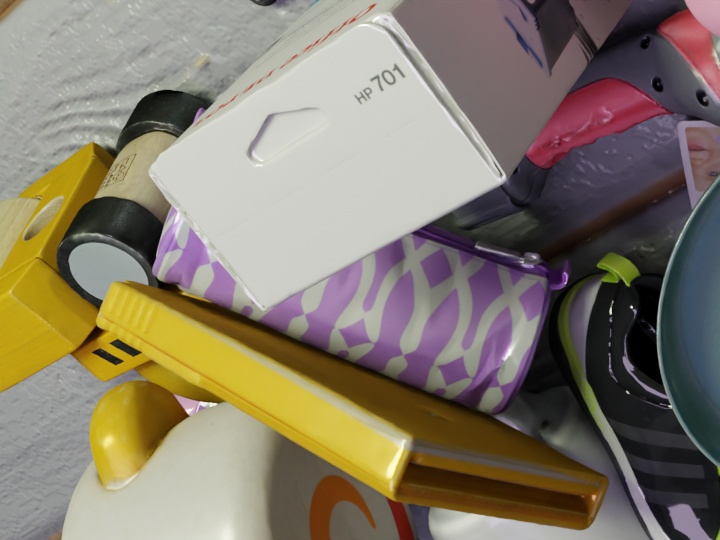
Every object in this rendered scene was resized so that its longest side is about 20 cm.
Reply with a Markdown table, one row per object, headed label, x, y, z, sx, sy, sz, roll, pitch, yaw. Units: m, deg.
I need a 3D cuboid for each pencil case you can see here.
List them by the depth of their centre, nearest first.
| label | x | y | z | sx | sy | sz | roll | pitch | yaw |
| --- | --- | --- | --- | --- | --- | --- | --- | --- | --- |
| pencil case | 0.000 | 0.000 | 0.846 | 0.199 | 0.084 | 0.086 | 20 | 119 | -7 |

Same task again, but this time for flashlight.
| label | x | y | z | sx | sy | sz | roll | pitch | yaw |
| --- | --- | --- | --- | --- | --- | --- | --- | --- | --- |
| flashlight | 0.120 | -0.072 | 0.813 | 0.200 | 0.068 | 0.068 | -24 | 108 | 36 |

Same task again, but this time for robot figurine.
| label | x | y | z | sx | sy | sz | roll | pitch | yaw |
| --- | --- | --- | --- | --- | --- | --- | --- | --- | --- |
| robot figurine | 0.116 | 0.142 | 0.937 | 0.170 | 0.113 | 0.200 | -41 | 99 | 8 |

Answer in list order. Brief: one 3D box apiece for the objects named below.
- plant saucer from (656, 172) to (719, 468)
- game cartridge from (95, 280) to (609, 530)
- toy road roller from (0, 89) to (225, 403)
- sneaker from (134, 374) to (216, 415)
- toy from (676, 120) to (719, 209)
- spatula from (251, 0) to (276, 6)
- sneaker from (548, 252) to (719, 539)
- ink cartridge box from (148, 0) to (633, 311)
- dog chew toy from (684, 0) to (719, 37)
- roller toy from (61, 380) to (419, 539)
| label | x | y | z | sx | sy | sz | roll | pitch | yaw |
| --- | --- | --- | --- | --- | --- | --- | --- | --- | --- |
| plant saucer | 0.224 | 0.010 | 0.786 | 0.199 | 0.027 | 0.201 | -4 | 112 | -10 |
| game cartridge | -0.006 | 0.062 | 0.824 | 0.200 | 0.176 | 0.033 | 23 | 93 | 38 |
| toy road roller | -0.124 | 0.012 | 0.967 | 0.200 | 0.123 | 0.146 | -25 | 120 | 37 |
| sneaker | -0.052 | 0.129 | 1.046 | 0.088 | 0.081 | 0.200 | -27 | 115 | 13 |
| toy | 0.219 | 0.021 | 0.841 | 0.115 | 0.047 | 0.201 | 1 | 122 | 29 |
| spatula | -0.017 | -0.166 | 0.807 | 0.056 | 0.021 | 0.200 | 36 | 151 | -10 |
| sneaker | 0.166 | 0.082 | 0.864 | 0.200 | 0.072 | 0.083 | 52 | 152 | -7 |
| ink cartridge box | 0.022 | -0.089 | 0.762 | 0.146 | 0.200 | 0.086 | -27 | 108 | 39 |
| dog chew toy | 0.120 | -0.170 | 0.697 | 0.200 | 0.125 | 0.125 | 46 | 131 | -1 |
| roller toy | -0.063 | 0.161 | 0.914 | 0.139 | 0.183 | 0.200 | -19 | 145 | 25 |
